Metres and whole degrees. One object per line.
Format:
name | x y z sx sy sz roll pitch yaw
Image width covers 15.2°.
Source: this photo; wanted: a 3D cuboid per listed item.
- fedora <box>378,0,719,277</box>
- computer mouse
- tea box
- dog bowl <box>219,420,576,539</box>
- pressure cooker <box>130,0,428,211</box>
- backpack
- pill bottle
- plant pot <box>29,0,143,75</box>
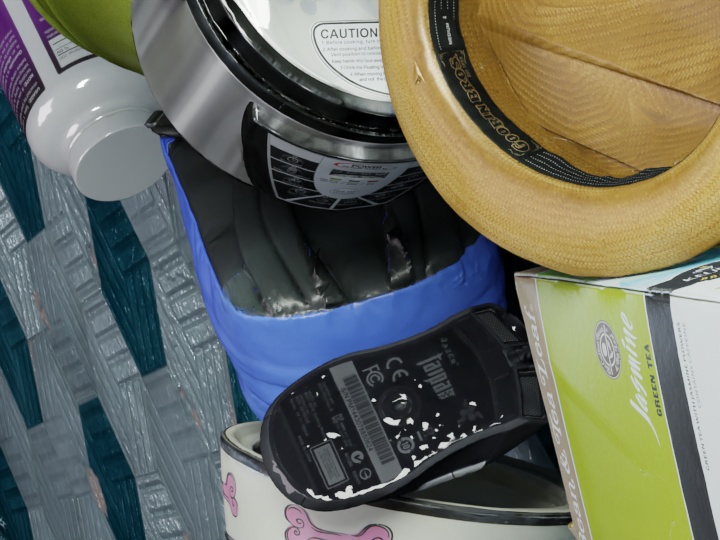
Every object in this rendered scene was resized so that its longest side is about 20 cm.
fedora | 0.100 -0.095 1.007 0.200 0.082 0.201 6 99 39
computer mouse | 0.062 0.081 1.273 0.141 0.200 0.046 59 174 22
tea box | 0.171 0.082 1.015 0.197 0.134 0.200 -170 65 -69
dog bowl | 0.020 0.134 1.387 0.200 0.200 0.074 -157 76 -67
pressure cooker | -0.004 -0.129 1.140 0.179 0.176 0.200 44 162 -3
backpack | 0.000 0.000 1.397 0.200 0.162 0.168 -114 4 -54
pill bottle | -0.208 -0.148 1.980 0.113 0.112 0.200 96 152 -51
plant pot | -0.065 -0.168 1.370 0.193 0.200 0.201 -132 30 -59
